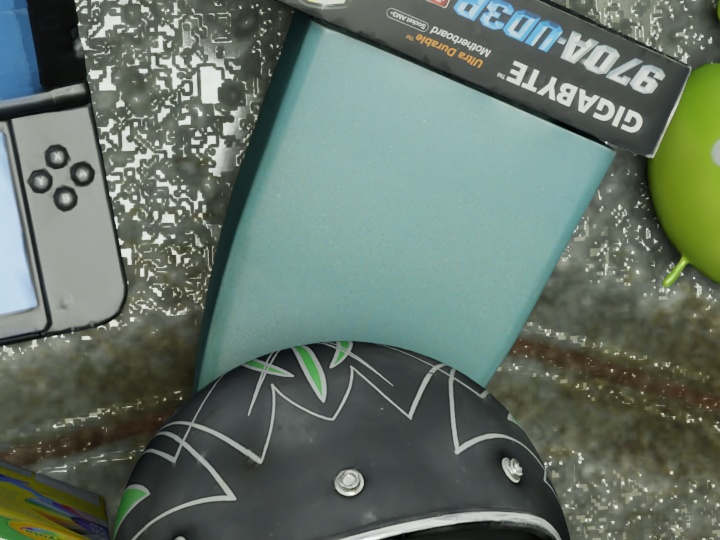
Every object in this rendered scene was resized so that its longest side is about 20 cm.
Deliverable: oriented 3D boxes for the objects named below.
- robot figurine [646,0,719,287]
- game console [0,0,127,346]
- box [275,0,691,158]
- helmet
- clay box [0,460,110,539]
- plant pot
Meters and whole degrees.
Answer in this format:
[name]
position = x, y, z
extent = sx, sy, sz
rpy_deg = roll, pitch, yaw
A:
[robot figurine]
position = 0.226, -0.058, 0.957
extent = 0.200, 0.116, 0.176
rpy_deg = -18, 96, -7
[game console]
position = -0.214, -0.041, 0.896
extent = 0.200, 0.116, 0.176
rpy_deg = -11, 93, -7
[box]
position = 0.028, -0.119, 0.890
extent = 0.200, 0.159, 0.046
rpy_deg = 21, 99, -17
[helmet]
position = -0.007, 0.121, 0.790
extent = 0.200, 0.200, 0.191
rpy_deg = -13, 98, -7
[clay box]
position = -0.168, 0.111, 0.865
extent = 0.115, 0.200, 0.048
rpy_deg = 21, 89, -8
[plant pot]
position = 0.000, 0.000, 0.921
extent = 0.141, 0.141, 0.200
rpy_deg = 23, 99, -8
